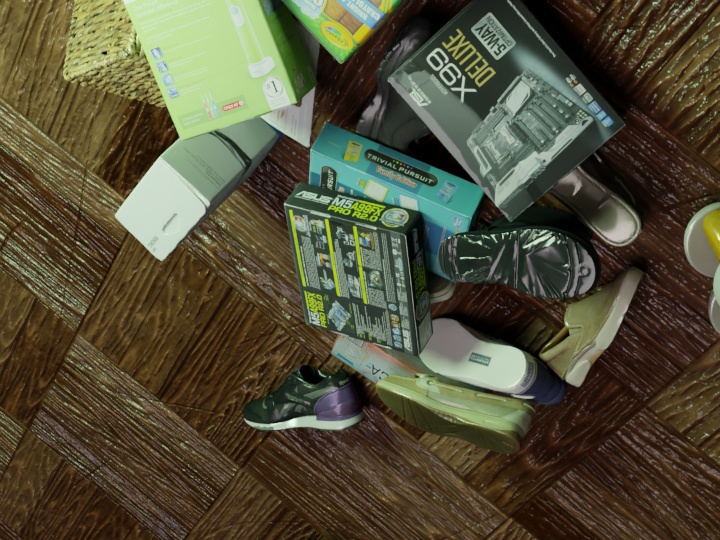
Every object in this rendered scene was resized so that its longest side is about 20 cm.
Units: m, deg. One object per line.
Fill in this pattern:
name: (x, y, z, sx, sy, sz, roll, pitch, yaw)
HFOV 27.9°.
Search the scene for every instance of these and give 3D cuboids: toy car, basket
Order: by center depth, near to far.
toy car: (0.428, 0.012, 1.466, 0.149, 0.175, 0.201, -23, 113, 6)
basket: (-0.239, -0.284, 1.704, 0.148, 0.144, 0.200, 13, 171, -32)

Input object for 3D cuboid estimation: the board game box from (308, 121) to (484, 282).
board game box: (0.037, -0.078, 1.686, 0.199, 0.047, 0.151, 24, 152, 8)

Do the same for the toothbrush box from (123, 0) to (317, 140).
toothbrush box: (-0.154, -0.260, 1.543, 0.145, 0.086, 0.201, -16, 107, 20)

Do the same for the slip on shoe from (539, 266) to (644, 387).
slip on shoe: (0.264, 0.059, 1.666, 0.060, 0.076, 0.200, 31, 145, 7)

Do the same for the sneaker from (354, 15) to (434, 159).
sneaker: (0.059, -0.201, 1.604, 0.090, 0.076, 0.200, 27, 146, 5)

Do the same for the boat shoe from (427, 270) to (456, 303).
boat shoe: (0.034, 0.017, 1.803, 0.199, 0.075, 0.068, 5, 146, 31)

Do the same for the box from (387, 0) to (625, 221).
box: (0.151, -0.178, 1.502, 0.158, 0.050, 0.200, -40, 96, 14)

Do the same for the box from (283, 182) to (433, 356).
box: (0.000, 0.000, 1.710, 0.160, 0.044, 0.201, 15, 137, 24)

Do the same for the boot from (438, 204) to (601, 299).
boot: (0.197, -0.025, 1.551, 0.197, 0.162, 0.074, 4, 104, 36)

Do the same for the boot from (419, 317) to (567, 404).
boot: (0.160, 0.119, 1.791, 0.090, 0.073, 0.200, 28, 177, -40)

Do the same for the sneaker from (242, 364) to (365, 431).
sneaker: (-0.085, 0.171, 2.025, 0.199, 0.076, 0.088, -5, 107, 34)

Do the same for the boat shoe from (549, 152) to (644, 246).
boat shoe: (0.228, -0.107, 1.564, 0.067, 0.057, 0.200, -43, 91, 20)

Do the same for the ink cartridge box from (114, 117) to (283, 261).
ink cartridge box: (-0.185, -0.124, 1.739, 0.084, 0.200, 0.145, 43, 138, -3)

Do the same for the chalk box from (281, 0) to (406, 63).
chalk box: (-0.005, -0.313, 1.507, 0.124, 0.124, 0.200, 44, 138, -4)

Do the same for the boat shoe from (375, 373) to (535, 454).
boat shoe: (0.115, 0.164, 1.783, 0.200, 0.063, 0.073, 15, 148, 28)

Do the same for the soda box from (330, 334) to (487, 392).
soda box: (0.065, 0.123, 1.863, 0.200, 0.068, 0.064, 34, 136, 8)

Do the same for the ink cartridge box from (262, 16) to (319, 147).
ink cartridge box: (-0.110, -0.258, 1.656, 0.200, 0.050, 0.163, 34, 139, 25)
